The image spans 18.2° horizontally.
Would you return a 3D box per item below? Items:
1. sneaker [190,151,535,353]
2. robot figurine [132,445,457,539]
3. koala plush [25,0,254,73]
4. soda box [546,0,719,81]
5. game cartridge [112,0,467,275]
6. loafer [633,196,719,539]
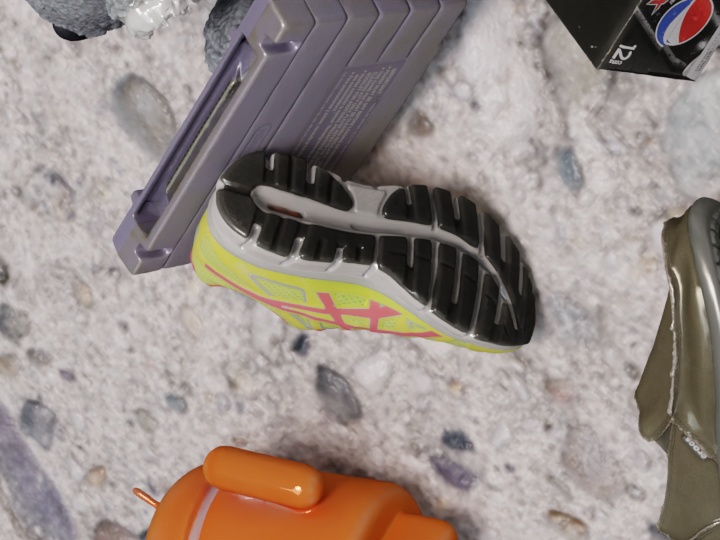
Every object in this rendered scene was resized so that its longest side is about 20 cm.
[{"bbox_3d":[0.000,0.000,1.185,0.199,0.079,0.090,21,145,-20],"label":"sneaker"},{"bbox_3d":[-0.039,0.172,1.282,0.198,0.144,0.118,6,78,27],"label":"robot figurine"},{"bbox_3d":[-0.114,-0.184,1.129,0.177,0.200,0.185,35,123,13],"label":"koala plush"},{"bbox_3d":[0.101,-0.177,1.036,0.071,0.063,0.201,-59,45,33],"label":"soda box"},{"bbox_3d":[-0.038,-0.078,1.163,0.039,0.129,0.200,54,135,19],"label":"game cartridge"},{"bbox_3d":[0.168,0.061,1.142,0.069,0.075,0.202,1,110,25],"label":"loafer"}]
